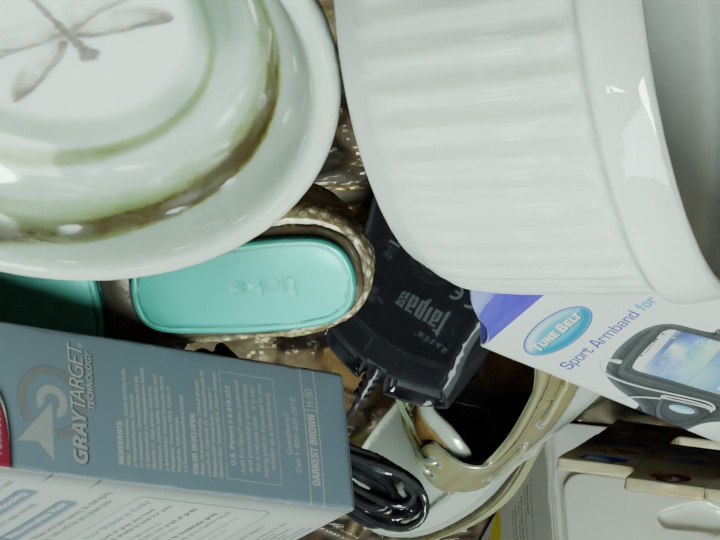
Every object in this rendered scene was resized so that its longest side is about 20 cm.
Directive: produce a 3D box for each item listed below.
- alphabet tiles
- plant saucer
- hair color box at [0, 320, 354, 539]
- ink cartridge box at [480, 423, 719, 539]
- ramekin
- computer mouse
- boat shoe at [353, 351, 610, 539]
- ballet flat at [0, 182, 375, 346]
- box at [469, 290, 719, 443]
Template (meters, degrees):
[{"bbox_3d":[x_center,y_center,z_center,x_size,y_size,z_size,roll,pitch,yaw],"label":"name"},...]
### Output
[{"bbox_3d":[0.178,0.088,1.213,0.167,0.008,0.200,7,-175,14],"label":"alphabet tiles"},{"bbox_3d":[-0.104,-0.079,0.932,0.200,0.050,0.200,3,138,3],"label":"plant saucer"},{"bbox_3d":[-0.113,0.068,1.059,0.200,0.061,0.099,10,153,-34],"label":"hair color box"},{"bbox_3d":[0.136,0.190,1.374,0.147,0.145,0.200,5,143,-13],"label":"ink cartridge box"},{"bbox_3d":[0.065,-0.084,0.938,0.105,0.200,0.200,-6,146,19],"label":"ramekin"},{"bbox_3d":[0.000,0.000,1.165,0.140,0.046,0.200,28,118,10],"label":"computer mouse"},{"bbox_3d":[0.049,0.058,1.222,0.068,0.075,0.200,-4,150,-43],"label":"boat shoe"},{"bbox_3d":[-0.093,-0.001,1.071,0.200,0.065,0.071,0,116,2],"label":"ballet flat"},{"bbox_3d":[0.142,0.012,1.093,0.200,0.042,0.119,24,136,-25],"label":"box"}]
